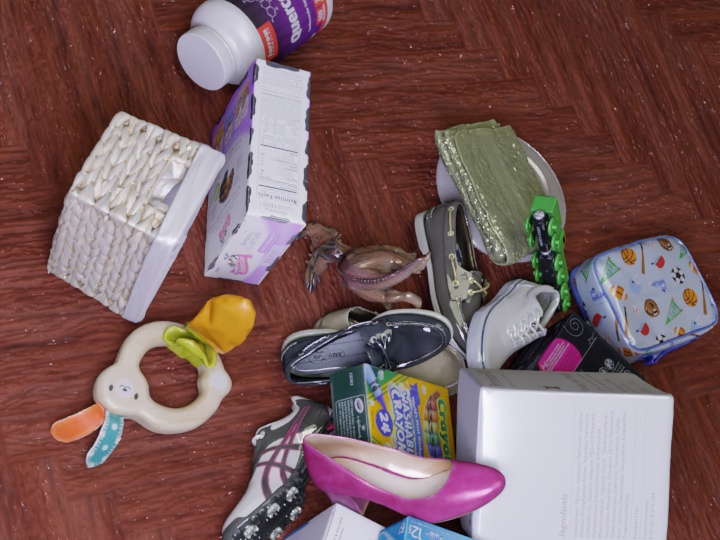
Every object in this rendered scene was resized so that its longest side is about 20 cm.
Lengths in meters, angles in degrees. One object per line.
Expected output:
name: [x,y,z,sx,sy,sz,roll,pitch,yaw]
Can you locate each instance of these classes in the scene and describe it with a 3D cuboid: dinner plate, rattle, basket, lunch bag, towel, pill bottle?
dinner plate: [0.194,-0.106,1.709,0.200,0.024,0.201,12,61,-23]
rattle: [-0.210,0.117,1.329,0.200,0.143,0.130,-22,96,-39]
basket: [-0.244,-0.058,1.357,0.123,0.200,0.136,28,57,-7]
lunch bag: [0.376,0.044,1.698,0.200,0.076,0.161,-15,76,-34]
towel: [0.180,-0.104,1.651,0.148,0.036,0.200,-15,74,-45]
pill bottle: [-0.132,-0.305,1.582,0.112,0.112,0.200,46,55,-1]

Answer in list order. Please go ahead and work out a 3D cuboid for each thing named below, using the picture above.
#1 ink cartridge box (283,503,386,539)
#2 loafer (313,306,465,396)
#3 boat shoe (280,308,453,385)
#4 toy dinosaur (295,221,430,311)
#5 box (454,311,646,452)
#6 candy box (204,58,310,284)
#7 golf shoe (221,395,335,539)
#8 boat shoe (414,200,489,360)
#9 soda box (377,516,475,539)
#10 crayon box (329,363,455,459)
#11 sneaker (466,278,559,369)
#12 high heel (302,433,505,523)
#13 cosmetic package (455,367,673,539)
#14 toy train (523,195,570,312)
ink cartridge box: [0.019,0.338,1.330,0.200,0.146,0.086,28,56,-13]
loafer: [0.043,0.097,1.505,0.200,0.068,0.076,18,60,-19]
boat shoe: [0.005,0.092,1.428,0.199,0.075,0.066,-5,23,7]
toy dinosaur: [0.000,0.000,1.484,0.135,0.200,0.086,16,90,-18]
box: [0.228,0.174,1.536,0.132,0.115,0.200,43,56,-4]
candy box: [-0.119,-0.109,1.460,0.071,0.168,0.200,10,63,-20]
golf shoe: [-0.092,0.222,1.388,0.088,0.077,0.200,31,56,23]
boat shoe: [0.122,0.010,1.581,0.072,0.060,0.202,16,55,-56]
soda box: [0.113,0.311,1.263,0.200,0.064,0.068,22,57,-17]
crayon box: [0.049,0.185,1.419,0.200,0.051,0.126,22,57,-52]
sneaker: [0.186,0.065,1.543,0.200,0.071,0.073,-51,130,-50]
high heel: [0.040,0.192,1.254,0.096,0.200,0.067,64,38,-29]
cosmetic package: [0.209,0.197,1.351,0.199,0.167,0.167,2,93,-3]
toy train: [0.240,-0.019,1.605,0.042,0.200,0.056,8,56,22]
